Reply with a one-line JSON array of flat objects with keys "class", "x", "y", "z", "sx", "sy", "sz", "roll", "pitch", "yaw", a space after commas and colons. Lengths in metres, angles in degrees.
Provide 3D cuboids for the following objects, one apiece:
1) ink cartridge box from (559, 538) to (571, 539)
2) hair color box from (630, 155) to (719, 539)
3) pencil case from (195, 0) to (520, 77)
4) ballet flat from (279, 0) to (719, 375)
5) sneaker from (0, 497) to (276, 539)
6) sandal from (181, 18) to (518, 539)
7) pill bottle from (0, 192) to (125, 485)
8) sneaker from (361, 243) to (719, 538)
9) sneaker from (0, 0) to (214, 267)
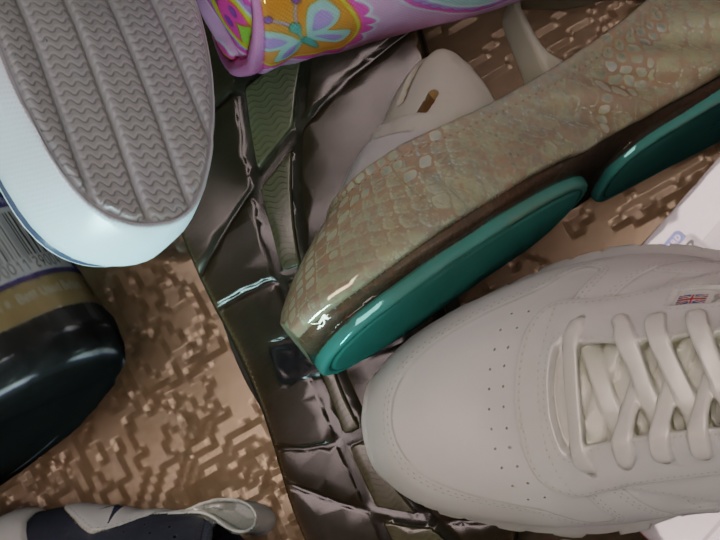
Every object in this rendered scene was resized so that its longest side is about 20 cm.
[{"class": "ink cartridge box", "x": 0.066, "y": 0.201, "z": 0.698, "sx": 0.145, "sy": 0.145, "sz": 0.200, "roll": 22, "pitch": 111, "yaw": 12}, {"class": "hair color box", "x": 0.150, "y": 0.061, "z": 0.763, "sx": 0.200, "sy": 0.064, "sz": 0.111, "roll": 42, "pitch": 96, "yaw": 10}, {"class": "pencil case", "x": 0.044, "y": -0.114, "z": 0.741, "sx": 0.200, "sy": 0.087, "sz": 0.088, "roll": -16, "pitch": 82, "yaw": -10}, {"class": "ballet flat", "x": 0.044, "y": -0.039, "z": 0.759, "sx": 0.200, "sy": 0.067, "sz": 0.062, "roll": -30, "pitch": 76, "yaw": -31}, {"class": "sneaker", "x": -0.042, "y": 0.154, "z": 0.784, "sx": 0.129, "sy": 0.079, "sz": 0.200, "roll": -17, "pitch": 72, "yaw": 18}, {"class": "sandal", "x": 0.000, "y": 0.000, "z": 0.806, "sx": 0.082, "sy": 0.055, "sz": 0.200, "roll": -17, "pitch": 96, "yaw": 12}, {"class": "pill bottle", "x": -0.161, "y": -0.027, "z": 0.779, "sx": 0.112, "sy": 0.112, "sz": 0.200, "roll": -36, "pitch": 81, "yaw": 6}, {"class": "sneaker", "x": 0.094, "y": 0.026, "z": 0.705, "sx": 0.199, "sy": 0.080, "sz": 0.077, "roll": -7, "pitch": 86, "yaw": 13}, {"class": "sneaker", "x": -0.095, "y": -0.073, "z": 0.732, "sx": 0.071, "sy": 0.073, "sz": 0.200, "roll": -49, "pitch": 50, "yaw": 36}]
